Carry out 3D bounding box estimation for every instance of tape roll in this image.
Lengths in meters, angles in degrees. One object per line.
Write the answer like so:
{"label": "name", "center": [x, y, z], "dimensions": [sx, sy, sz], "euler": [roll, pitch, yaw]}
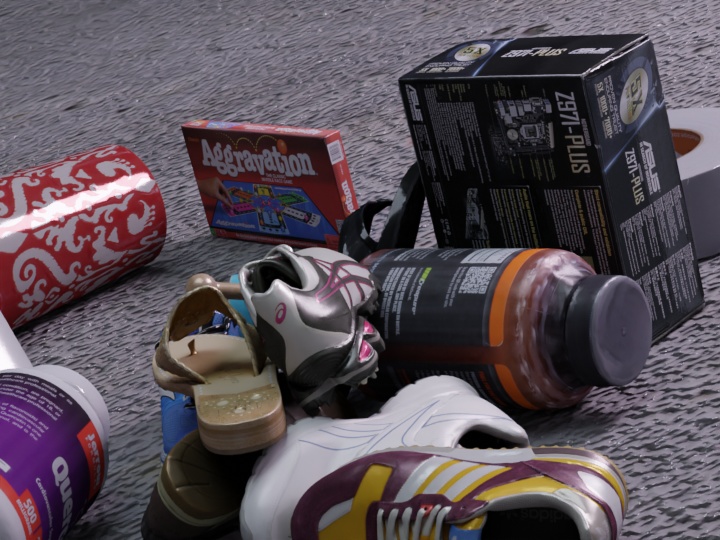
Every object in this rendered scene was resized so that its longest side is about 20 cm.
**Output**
{"label": "tape roll", "center": [0.215, -0.061, 1.949], "dimensions": [0.200, 0.066, 0.200], "euler": [-13, 18, 4]}

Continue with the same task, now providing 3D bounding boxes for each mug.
{"label": "mug", "center": [-0.284, -0.029, 2.147], "dimensions": [0.200, 0.134, 0.177], "euler": [-24, 21, -38]}

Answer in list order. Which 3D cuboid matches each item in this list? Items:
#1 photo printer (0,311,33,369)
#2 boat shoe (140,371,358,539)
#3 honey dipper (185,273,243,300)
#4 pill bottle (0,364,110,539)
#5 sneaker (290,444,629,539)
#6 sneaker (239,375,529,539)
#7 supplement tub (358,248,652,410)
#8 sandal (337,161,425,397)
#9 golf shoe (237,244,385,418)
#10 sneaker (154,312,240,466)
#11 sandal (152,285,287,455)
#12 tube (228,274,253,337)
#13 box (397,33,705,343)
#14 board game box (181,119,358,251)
{"label": "photo printer", "center": [-0.306, 0.074, 1.749], "dimensions": [0.166, 0.200, 0.069], "euler": [-17, -19, -46]}
{"label": "boat shoe", "center": [-0.073, 0.119, 1.617], "dimensions": [0.065, 0.073, 0.200], "euler": [-45, -14, 33]}
{"label": "honey dipper", "center": [-0.027, 0.016, 1.827], "dimensions": [0.199, 0.038, 0.038], "euler": [5, 12, -18]}
{"label": "pill bottle", "center": [-0.230, 0.134, 1.625], "dimensions": [0.112, 0.113, 0.200], "euler": [-7, 19, 21]}
{"label": "sneaker", "center": [0.048, 0.142, 1.443], "dimensions": [0.199, 0.075, 0.090], "euler": [-10, 13, 18]}
{"label": "sneaker", "center": [0.015, 0.120, 1.548], "dimensions": [0.200, 0.075, 0.087], "euler": [-26, 26, -31]}
{"label": "supplement tub", "center": [0.089, 0.038, 1.679], "dimensions": [0.200, 0.107, 0.107], "euler": [1, 23, 39]}
{"label": "sandal", "center": [0.000, 0.000, 1.786], "dimensions": [0.048, 0.075, 0.201], "euler": [19, 60, 10]}
{"label": "golf shoe", "center": [-0.035, 0.013, 1.630], "dimensions": [0.077, 0.088, 0.200], "euler": [-36, 18, 5]}
{"label": "sneaker", "center": [-0.111, 0.077, 1.743], "dimensions": [0.078, 0.089, 0.200], "euler": [-17, 17, -5]}
{"label": "sandal", "center": [-0.089, 0.045, 1.596], "dimensions": [0.077, 0.070, 0.212], "euler": [-12, 18, -10]}
{"label": "tube", "center": [0.003, 0.018, 1.919], "dimensions": [0.199, 0.051, 0.078], "euler": [-6, 26, 8]}
{"label": "box", "center": [0.132, -0.055, 1.770], "dimensions": [0.163, 0.201, 0.086], "euler": [2, 24, 42]}
{"label": "board game box", "center": [-0.074, -0.072, 2.148], "dimensions": [0.019, 0.103, 0.200], "euler": [-26, 21, -34]}
